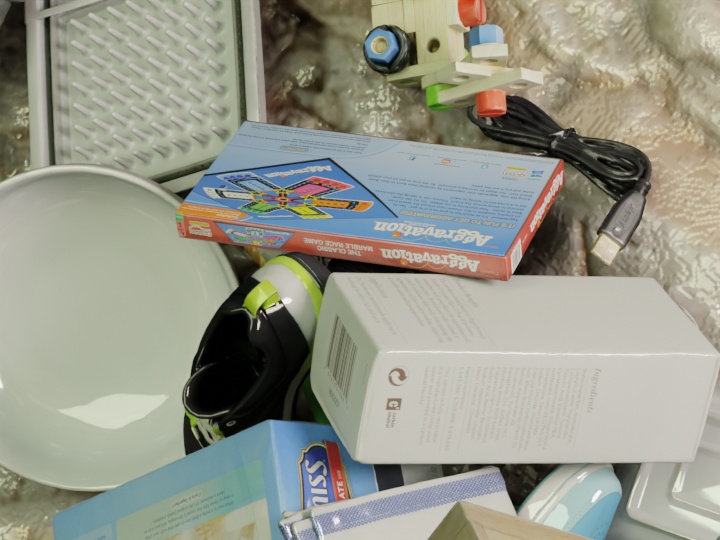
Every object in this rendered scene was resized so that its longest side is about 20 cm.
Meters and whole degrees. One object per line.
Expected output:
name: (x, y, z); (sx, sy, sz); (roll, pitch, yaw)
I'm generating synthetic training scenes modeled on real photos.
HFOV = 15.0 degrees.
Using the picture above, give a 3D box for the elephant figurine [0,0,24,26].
elephant figurine: (-0.302, -0.170, 1.768); (0.155, 0.200, 0.142); (41, 75, -2)

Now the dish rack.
dish rack: (-0.129, -0.130, 1.703); (0.171, 0.043, 0.201); (-15, 66, 26)

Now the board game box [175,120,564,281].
board game box: (0.006, -0.041, 1.546); (0.199, 0.020, 0.103); (8, 36, 21)

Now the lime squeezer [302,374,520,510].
lime squeezer: (0.018, 0.119, 1.589); (0.199, 0.038, 0.071); (30, 90, 28)

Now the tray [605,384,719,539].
tray: (0.230, 0.129, 1.500); (0.199, 0.022, 0.108); (18, 86, 27)

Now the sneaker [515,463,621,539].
sneaker: (0.122, 0.211, 1.498); (0.130, 0.079, 0.201); (31, 100, 29)

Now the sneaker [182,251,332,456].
sneaker: (-0.077, 0.064, 1.542); (0.072, 0.083, 0.201); (45, 136, 21)

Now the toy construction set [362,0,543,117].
toy construction set: (0.063, -0.173, 1.621); (0.130, 0.092, 0.201); (-9, 62, 22)

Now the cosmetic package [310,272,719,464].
cosmetic package: (0.082, 0.053, 1.478); (0.102, 0.199, 0.074); (-121, 38, -60)

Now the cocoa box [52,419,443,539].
cocoa box: (-0.059, 0.175, 1.519); (0.199, 0.131, 0.134); (-26, 65, 41)

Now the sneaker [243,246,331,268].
sneaker: (0.000, 0.000, 1.607); (0.088, 0.076, 0.200); (-42, 65, 7)

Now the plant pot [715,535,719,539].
plant pot: (0.211, 0.242, 1.384); (0.199, 0.200, 0.197); (-14, 68, 20)

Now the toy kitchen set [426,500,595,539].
toy kitchen set: (0.059, 0.197, 1.303); (0.200, 0.180, 0.164); (-54, 38, 23)

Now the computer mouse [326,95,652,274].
computer mouse: (0.079, -0.014, 1.561); (0.140, 0.046, 0.200); (22, 52, 28)

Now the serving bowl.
serving bowl: (-0.162, 0.029, 1.651); (0.199, 0.066, 0.201); (1, 103, 6)

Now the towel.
towel: (0.044, 0.206, 1.422); (0.024, 0.146, 0.201); (-33, 73, 53)
